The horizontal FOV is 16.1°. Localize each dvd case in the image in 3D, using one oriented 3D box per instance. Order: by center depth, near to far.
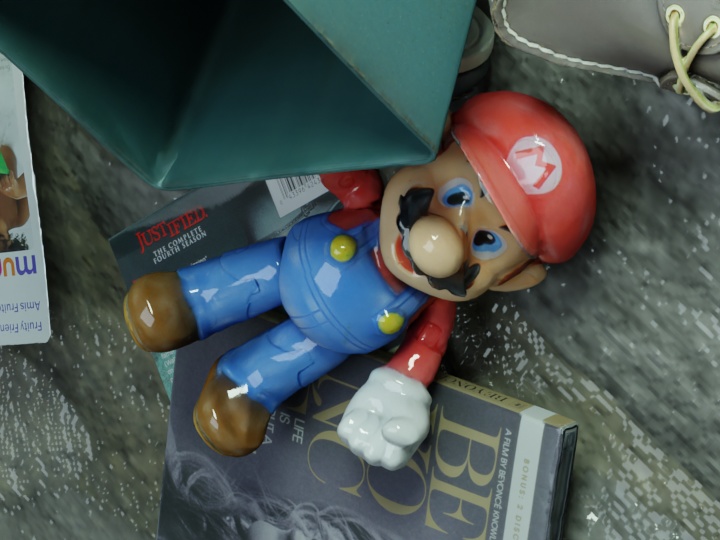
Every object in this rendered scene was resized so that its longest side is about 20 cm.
[{"bbox_3d":[-0.005,0.104,1.057,0.199,0.016,0.150,19,110,34],"label":"dvd case"},{"bbox_3d":[-0.021,0.051,1.083,0.146,0.022,0.201,-28,82,38],"label":"dvd case"}]

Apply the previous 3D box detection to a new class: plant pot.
[{"bbox_3d":[-0.035,-0.156,0.915,0.141,0.141,0.201,-5,55,40],"label":"plant pot"}]

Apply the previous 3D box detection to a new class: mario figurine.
[{"bbox_3d":[0.000,0.000,0.972,0.199,0.123,0.107,-31,47,26],"label":"mario figurine"}]

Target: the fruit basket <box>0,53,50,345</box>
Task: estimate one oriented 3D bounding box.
[{"bbox_3d":[-0.221,-0.061,1.164,0.184,0.093,0.202,-4,88,39],"label":"fruit basket"}]

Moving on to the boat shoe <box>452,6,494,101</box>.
[{"bbox_3d":[-0.032,-0.083,1.038,0.199,0.073,0.062,7,125,28],"label":"boat shoe"}]

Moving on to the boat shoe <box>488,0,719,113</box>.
[{"bbox_3d":[0.136,-0.085,0.858,0.198,0.060,0.072,5,138,13],"label":"boat shoe"}]
